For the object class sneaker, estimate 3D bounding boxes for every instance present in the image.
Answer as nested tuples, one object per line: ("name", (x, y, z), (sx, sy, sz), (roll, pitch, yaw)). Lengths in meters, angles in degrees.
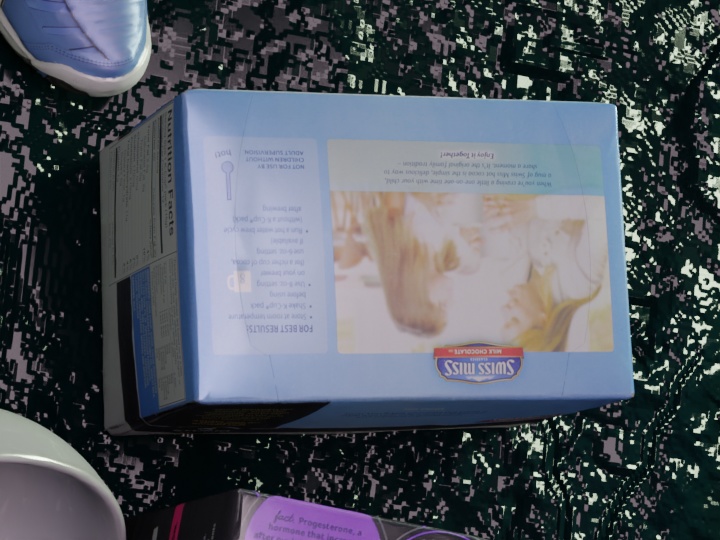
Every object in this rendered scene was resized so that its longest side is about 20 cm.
("sneaker", (-0.132, -0.173, 1.090), (0.076, 0.077, 0.200), (-14, 88, -25))

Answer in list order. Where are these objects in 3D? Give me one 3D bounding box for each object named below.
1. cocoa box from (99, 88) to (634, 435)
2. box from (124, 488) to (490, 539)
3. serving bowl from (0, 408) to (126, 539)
("cocoa box", (0.000, 0.000, 1.083), (0.200, 0.131, 0.134), (0, 81, -21))
("box", (-0.035, 0.156, 1.005), (0.122, 0.200, 0.106), (14, 76, -19))
("serving bowl", (-0.194, 0.115, 0.974), (0.200, 0.200, 0.066), (-16, 54, -23))
